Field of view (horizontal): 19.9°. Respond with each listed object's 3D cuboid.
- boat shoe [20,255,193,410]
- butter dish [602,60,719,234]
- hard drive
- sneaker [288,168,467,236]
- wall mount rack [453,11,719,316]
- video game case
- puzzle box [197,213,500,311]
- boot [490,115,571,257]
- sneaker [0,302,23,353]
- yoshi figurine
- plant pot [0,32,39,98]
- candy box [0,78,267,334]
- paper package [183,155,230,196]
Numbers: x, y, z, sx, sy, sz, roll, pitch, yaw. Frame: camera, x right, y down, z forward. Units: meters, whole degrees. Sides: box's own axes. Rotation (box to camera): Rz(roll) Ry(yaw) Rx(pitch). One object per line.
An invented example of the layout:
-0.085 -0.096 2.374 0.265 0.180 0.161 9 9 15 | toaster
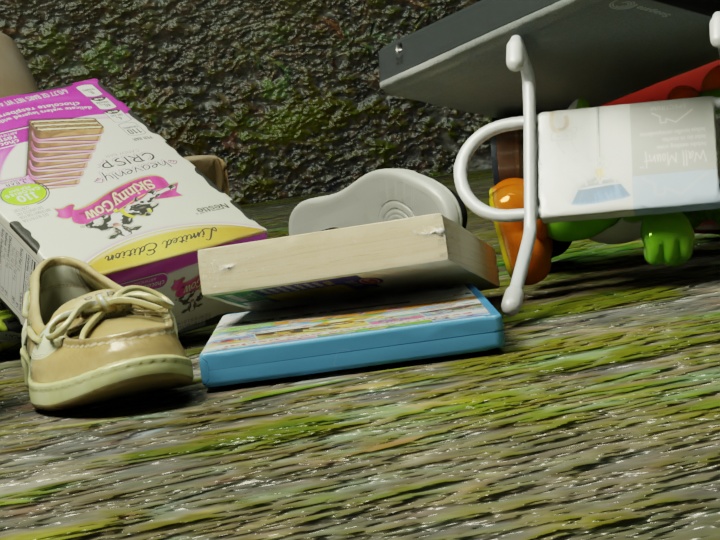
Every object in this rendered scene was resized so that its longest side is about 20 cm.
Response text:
-0.128 0.027 0.988 0.072 0.064 0.201 -9 4 -14 | boat shoe
0.257 -0.125 1.354 0.198 0.149 0.200 -2 -33 48 | butter dish
0.125 -0.134 1.192 0.139 0.033 0.199 9 -18 -37 | hard drive
0.041 -0.048 1.628 0.111 0.074 0.199 -13 5 -38 | sneaker
0.141 -0.048 1.098 0.198 0.175 0.075 -5 -26 13 | wall mount rack
-0.005 0.030 1.041 0.142 0.018 0.200 -7 4 0 | video game case
0.000 0.000 1.130 0.132 0.026 0.200 -8 -6 10 | puzzle box
0.144 -0.048 1.324 0.096 0.076 0.200 -4 -14 12 | boot
-0.254 0.031 1.238 0.198 0.076 0.076 -6 -17 -27 | sneaker
0.181 -0.037 1.191 0.198 0.113 0.112 -20 -35 8 | yoshi figurine
-0.273 -0.061 1.388 0.198 0.175 0.200 -12 -12 -3 | plant pot
-0.165 -0.034 1.214 0.135 0.061 0.200 -16 41 -35 | candy box
-0.222 -0.030 1.665 0.198 0.105 0.191 -6 4 12 | paper package
